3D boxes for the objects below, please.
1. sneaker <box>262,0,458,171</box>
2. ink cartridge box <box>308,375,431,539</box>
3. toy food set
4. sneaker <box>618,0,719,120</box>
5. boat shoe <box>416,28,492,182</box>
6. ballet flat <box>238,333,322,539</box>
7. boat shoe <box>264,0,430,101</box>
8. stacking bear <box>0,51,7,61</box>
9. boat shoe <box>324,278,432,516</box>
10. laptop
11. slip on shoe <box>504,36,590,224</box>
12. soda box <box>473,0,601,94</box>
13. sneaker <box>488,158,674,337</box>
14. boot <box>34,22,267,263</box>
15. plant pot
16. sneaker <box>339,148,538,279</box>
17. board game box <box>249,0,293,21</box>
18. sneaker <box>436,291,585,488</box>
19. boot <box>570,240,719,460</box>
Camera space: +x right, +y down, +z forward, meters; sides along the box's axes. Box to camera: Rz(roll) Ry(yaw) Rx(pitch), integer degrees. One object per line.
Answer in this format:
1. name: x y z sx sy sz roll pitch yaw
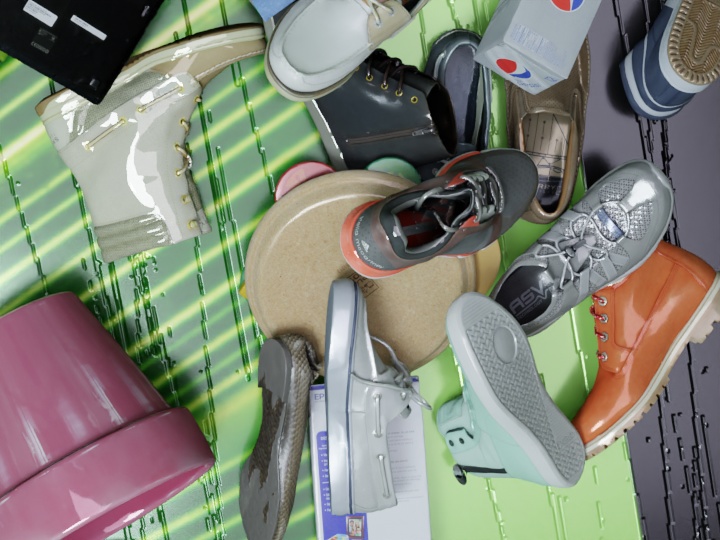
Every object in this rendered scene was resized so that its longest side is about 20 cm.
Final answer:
1. sneaker: 0.003 -0.168 1.552 0.106 0.075 0.201 -18 109 32
2. ink cartridge box: 0.008 0.188 1.626 0.099 0.039 0.202 -3 98 -3
3. toy food set: 0.000 0.000 1.578 0.197 0.049 0.200 32 113 -14
4. sneaker: 0.280 -0.214 1.601 0.070 0.109 0.201 31 62 -5
5. boat shoe: 0.071 -0.100 1.590 0.072 0.062 0.202 8 95 -7
6. ballet flat: -0.064 0.145 1.593 0.046 0.067 0.202 -8 114 -36
7. boat shoe: 0.001 -0.207 1.489 0.075 0.068 0.200 46 55 -3
8. stacking bear: -0.310 -0.219 1.525 0.121 0.114 0.201 34 85 6
9. boat shoe: 0.014 0.103 1.554 0.085 0.075 0.204 -2 105 -3
10. laptop: -0.237 -0.267 1.501 0.177 0.103 0.201 29 97 -31
11. slip on shoe: 0.154 -0.139 1.594 0.075 0.061 0.202 5 95 -5
12. soda box: 0.166 -0.247 1.552 0.063 0.068 0.201 28 76 -13
13. sneaker: 0.176 -0.007 1.559 0.075 0.082 0.200 46 113 9
14. boot: -0.147 -0.106 1.567 0.199 0.072 0.156 -22 97 3
15. plant pot: -0.241 0.125 1.533 0.199 0.200 0.180 -29 82 -1
16. sneaker: 0.079 -0.047 1.495 0.199 0.082 0.078 -28 94 -35
17. board game box: -0.026 -0.298 1.530 0.199 0.136 0.035 -36 134 -1
18. sneaker: 0.092 0.104 1.572 0.201 0.118 0.074 58 47 -28
19. boot: 0.220 0.062 1.620 0.107 0.075 0.201 36 86 -1
